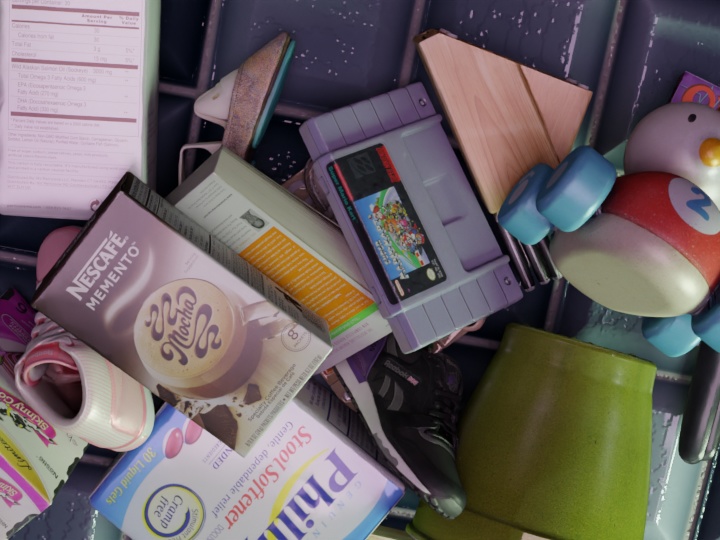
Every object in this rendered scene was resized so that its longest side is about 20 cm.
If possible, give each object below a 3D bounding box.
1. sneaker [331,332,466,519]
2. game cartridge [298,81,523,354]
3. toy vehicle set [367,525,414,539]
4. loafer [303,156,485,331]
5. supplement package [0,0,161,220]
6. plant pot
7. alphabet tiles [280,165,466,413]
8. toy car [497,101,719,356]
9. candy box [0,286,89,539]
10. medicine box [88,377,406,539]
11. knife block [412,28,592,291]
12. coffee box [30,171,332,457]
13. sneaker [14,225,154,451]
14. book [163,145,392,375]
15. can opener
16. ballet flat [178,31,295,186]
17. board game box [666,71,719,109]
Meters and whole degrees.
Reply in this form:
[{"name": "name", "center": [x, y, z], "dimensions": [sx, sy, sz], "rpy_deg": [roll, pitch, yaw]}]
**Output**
[{"name": "sneaker", "center": [0.048, 0.109, 1.204], "dimensions": [0.087, 0.200, 0.076], "rpy_deg": [-38, 132, 5]}, {"name": "game cartridge", "center": [0.042, -0.045, 1.195], "dimensions": [0.038, 0.129, 0.201], "rpy_deg": [-29, 86, 48]}, {"name": "toy vehicle set", "center": [0.073, 0.306, 1.336], "dimensions": [0.199, 0.027, 0.125], "rpy_deg": [13, 101, -5]}, {"name": "loafer", "center": [0.035, -0.026, 1.237], "dimensions": [0.200, 0.063, 0.072], "rpy_deg": [43, 98, -10]}, {"name": "supplement package", "center": [-0.221, -0.149, 1.181], "dimensions": [0.117, 0.117, 0.201], "rpy_deg": [3, 102, -3]}, {"name": "plant pot", "center": [0.158, 0.150, 1.235], "dimensions": [0.200, 0.200, 0.194], "rpy_deg": [15, 89, -5]}, {"name": "alphabet tiles", "center": [0.000, 0.000, 1.277], "dimensions": [0.167, 0.008, 0.200], "rpy_deg": [-36, 102, 6]}, {"name": "toy car", "center": [0.244, -0.067, 1.146], "dimensions": [0.184, 0.177, 0.200], "rpy_deg": [37, 79, -7]}, {"name": "candy box", "center": [-0.282, 0.109, 1.189], "dimensions": [0.061, 0.200, 0.136], "rpy_deg": [-38, 102, 17]}, {"name": "medicine box", "center": [-0.092, 0.176, 1.259], "dimensions": [0.200, 0.103, 0.182], "rpy_deg": [39, 98, -5]}, {"name": "knife block", "center": [0.112, -0.087, 1.233], "dimensions": [0.199, 0.064, 0.176], "rpy_deg": [20, 100, -7]}, {"name": "coffee box", "center": [-0.134, 0.033, 1.131], "dimensions": [0.200, 0.080, 0.113], "rpy_deg": [37, 98, -13]}, {"name": "sneaker", "center": [-0.232, 0.046, 1.191], "dimensions": [0.075, 0.105, 0.201], "rpy_deg": [-27, 69, 20]}, {"name": "book", "center": [-0.074, 0.001, 1.202], "dimensions": [0.200, 0.048, 0.134], "rpy_deg": [36, 133, -22]}, {"name": "can opener", "center": [0.308, 0.069, 1.281], "dimensions": [0.063, 0.078, 0.201], "rpy_deg": [-6, 104, -45]}, {"name": "ballet flat", "center": [-0.111, -0.106, 1.221], "dimensions": [0.067, 0.068, 0.201], "rpy_deg": [17, 100, -2]}, {"name": "board game box", "center": [0.331, -0.068, 1.234], "dimensions": [0.199, 0.032, 0.120], "rpy_deg": [26, 81, 3]}]
